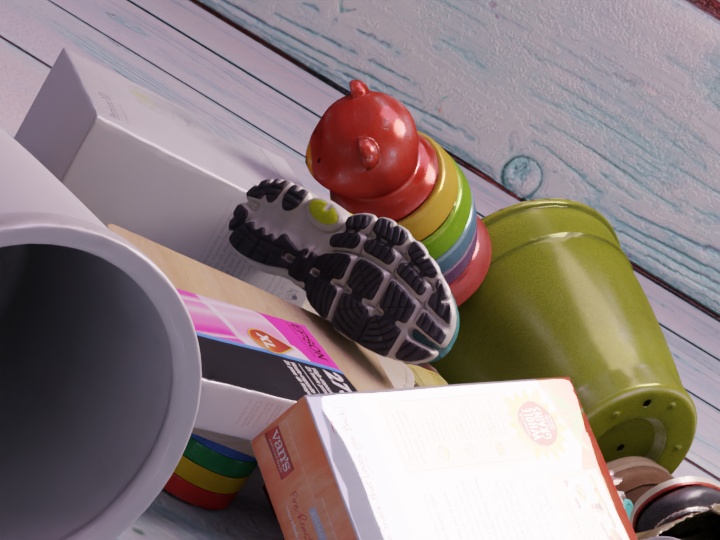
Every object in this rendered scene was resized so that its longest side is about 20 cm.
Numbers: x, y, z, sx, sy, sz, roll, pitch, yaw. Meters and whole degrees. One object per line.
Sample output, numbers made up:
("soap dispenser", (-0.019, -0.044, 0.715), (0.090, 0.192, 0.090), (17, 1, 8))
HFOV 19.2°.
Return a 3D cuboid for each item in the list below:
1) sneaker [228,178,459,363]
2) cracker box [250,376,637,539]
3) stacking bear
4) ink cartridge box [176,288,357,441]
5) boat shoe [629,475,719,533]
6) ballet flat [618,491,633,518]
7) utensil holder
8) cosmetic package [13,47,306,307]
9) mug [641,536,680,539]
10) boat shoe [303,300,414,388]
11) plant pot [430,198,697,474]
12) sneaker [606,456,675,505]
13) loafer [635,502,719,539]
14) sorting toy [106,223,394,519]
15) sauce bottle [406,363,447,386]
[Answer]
("sneaker", (0.000, 0.000, 1.378), (0.200, 0.078, 0.080), (36, 2, 42))
("cracker box", (0.052, 0.131, 1.118), (0.199, 0.058, 0.134), (0, 61, -42))
("stacking bear", (0.021, -0.057, 1.560), (0.200, 0.113, 0.122), (60, 24, -55))
("ink cartridge box", (-0.055, 0.058, 1.155), (0.200, 0.037, 0.095), (21, 21, -44))
("boat shoe", (0.232, 0.204, 1.398), (0.200, 0.071, 0.063), (58, 13, -47))
("ballet flat", (0.153, 0.190, 1.410), (0.072, 0.072, 0.200), (31, 8, 3))
("utensil holder", (-0.186, 0.022, 0.956), (0.169, 0.171, 0.200), (23, 10, -35))
("cosmetic package", (-0.145, -0.047, 1.534), (0.199, 0.123, 0.199), (25, 11, -22))
("mug", (0.191, 0.213, 1.021), (0.175, 0.201, 0.148), (35, -16, -18))
("boat shoe", (-0.014, 0.076, 1.471), (0.072, 0.060, 0.200), (14, 13, -18))
("plant pot", (0.160, 0.082, 1.654), (0.200, 0.201, 0.193), (21, 25, -41))
("sneaker", (0.235, 0.194, 1.594), (0.200, 0.071, 0.076), (18, 19, -47))
("loafer", (0.220, 0.180, 1.285), (0.199, 0.067, 0.076), (-9, 78, -38))
("sorting toy", (-0.065, 0.081, 1.255), (0.198, 0.070, 0.200), (25, 18, -29))
("sauce bottle", (0.037, 0.101, 1.505), (0.066, 0.066, 0.200), (26, 9, -21))
